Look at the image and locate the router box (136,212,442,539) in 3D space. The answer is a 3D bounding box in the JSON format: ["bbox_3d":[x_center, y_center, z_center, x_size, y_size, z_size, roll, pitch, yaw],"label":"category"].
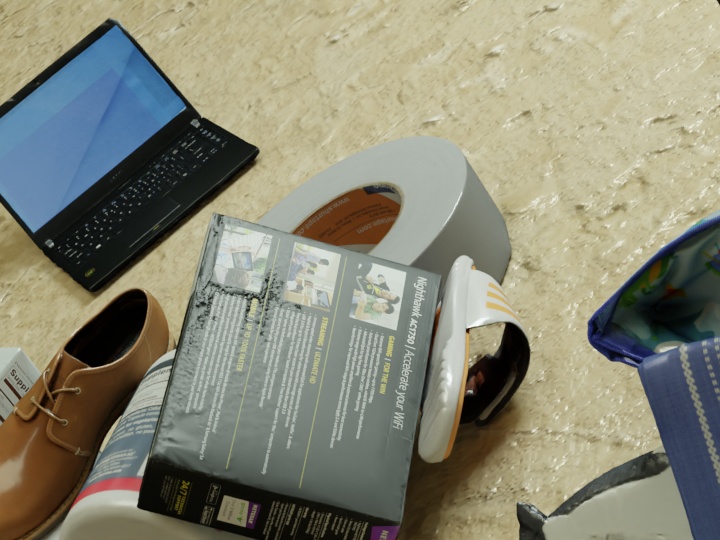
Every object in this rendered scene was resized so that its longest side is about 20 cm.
[{"bbox_3d":[-0.038,0.068,1.473,0.051,0.148,0.201,109,175,-46],"label":"router box"}]

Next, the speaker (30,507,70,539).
[{"bbox_3d":[-0.211,0.239,1.514,0.081,0.081,0.201,-11,36,39],"label":"speaker"}]

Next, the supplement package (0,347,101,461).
[{"bbox_3d":[-0.294,0.171,1.644,0.190,0.147,0.200,-2,41,46],"label":"supplement package"}]

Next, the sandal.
[{"bbox_3d":[0.069,0.063,1.492,0.207,0.059,0.080,-82,8,-66],"label":"sandal"}]

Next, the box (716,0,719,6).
[{"bbox_3d":[0.316,-0.200,1.486,0.200,0.199,0.123,-42,28,-15],"label":"box"}]

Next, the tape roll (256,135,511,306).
[{"bbox_3d":[0.000,0.000,1.675,0.199,0.066,0.201,-27,28,15],"label":"tape roll"}]

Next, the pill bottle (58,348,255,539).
[{"bbox_3d":[-0.093,0.116,1.535,0.119,0.120,0.201,-15,32,34],"label":"pill bottle"}]

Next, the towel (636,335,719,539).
[{"bbox_3d":[0.238,0.085,1.182,0.199,0.146,0.024,-16,6,28],"label":"towel"}]

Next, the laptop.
[{"bbox_3d":[-0.207,-0.097,2.029,0.177,0.104,0.200,-40,27,-9],"label":"laptop"}]

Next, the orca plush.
[{"bbox_3d":[0.183,0.129,1.288,0.199,0.071,0.106,-29,71,28],"label":"orca plush"}]

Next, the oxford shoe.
[{"bbox_3d":[-0.189,0.088,1.551,0.071,0.071,0.201,25,63,19],"label":"oxford shoe"}]

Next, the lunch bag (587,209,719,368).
[{"bbox_3d":[0.232,0.006,1.270,0.199,0.129,0.170,-9,3,28],"label":"lunch bag"}]
